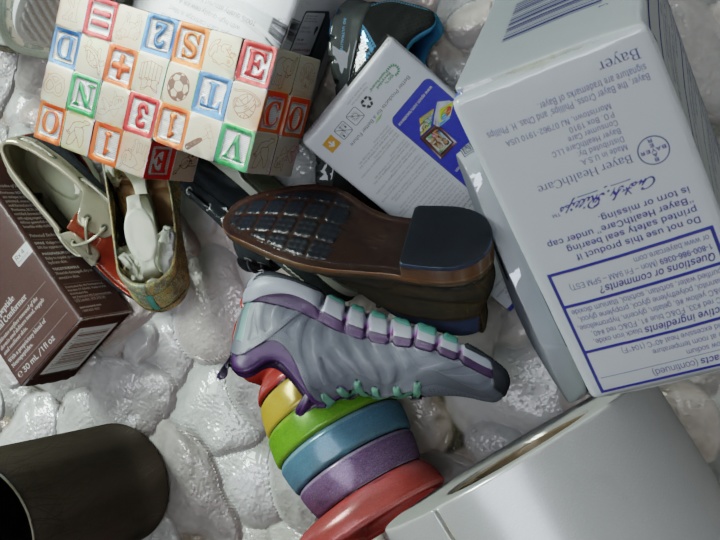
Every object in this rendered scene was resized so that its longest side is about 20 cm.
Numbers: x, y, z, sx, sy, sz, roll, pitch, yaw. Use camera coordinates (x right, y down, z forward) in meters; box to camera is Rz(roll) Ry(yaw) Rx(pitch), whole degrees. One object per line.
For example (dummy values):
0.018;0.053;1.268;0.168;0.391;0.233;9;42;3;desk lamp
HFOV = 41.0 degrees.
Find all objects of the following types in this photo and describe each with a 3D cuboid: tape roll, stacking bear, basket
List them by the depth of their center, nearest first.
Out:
0.135;0.175;0.616;0.202;0.203;0.140;-35;80;23;tape roll
-0.033;0.106;0.745;0.114;0.121;0.200;-41;69;24;stacking bear
-0.267;0.204;0.808;0.180;0.200;0.137;-26;82;24;basket

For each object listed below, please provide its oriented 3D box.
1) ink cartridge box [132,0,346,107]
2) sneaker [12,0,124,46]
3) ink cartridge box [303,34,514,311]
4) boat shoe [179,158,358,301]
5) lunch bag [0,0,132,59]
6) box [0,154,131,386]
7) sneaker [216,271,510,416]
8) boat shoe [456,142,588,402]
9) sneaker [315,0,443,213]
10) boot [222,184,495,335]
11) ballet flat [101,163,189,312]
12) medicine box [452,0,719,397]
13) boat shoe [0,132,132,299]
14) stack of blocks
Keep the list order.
-0.095;-0.208;0.759;0.146;0.086;0.201;29;107;22;ink cartridge box
-0.209;-0.267;0.755;0.200;0.074;0.082;-44;50;20;sneaker
0.064;-0.067;0.690;0.200;0.037;0.095;39;102;-13;ink cartridge box
-0.079;-0.031;0.772;0.199;0.074;0.066;43;112;17;boat shoe
-0.283;-0.269;0.830;0.199;0.118;0.165;13;99;18;lunch bag
-0.312;-0.005;0.886;0.100;0.075;0.200;-45;73;21;box
0.002;0.074;0.682;0.199;0.074;0.088;19;76;5;sneaker
0.128;-0.002;0.664;0.056;0.069;0.201;-24;105;3;boat shoe
0.016;-0.102;0.723;0.082;0.073;0.201;5;98;20;sneaker
0.000;0.000;0.682;0.199;0.097;0.075;10;55;23;boot
-0.184;-0.065;0.805;0.070;0.071;0.201;-19;74;25;ballet flat
0.150;-0.064;0.562;0.103;0.182;0.201;-18;114;24;medicine box
-0.242;-0.047;0.855;0.071;0.063;0.200;-46;76;19;boat shoe
-0.139;-0.125;0.706;0.199;0.059;0.116;20;102;25;stack of blocks
